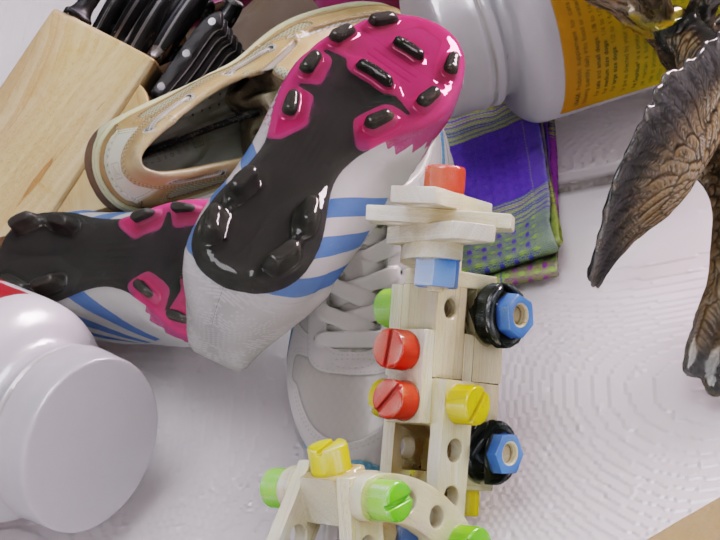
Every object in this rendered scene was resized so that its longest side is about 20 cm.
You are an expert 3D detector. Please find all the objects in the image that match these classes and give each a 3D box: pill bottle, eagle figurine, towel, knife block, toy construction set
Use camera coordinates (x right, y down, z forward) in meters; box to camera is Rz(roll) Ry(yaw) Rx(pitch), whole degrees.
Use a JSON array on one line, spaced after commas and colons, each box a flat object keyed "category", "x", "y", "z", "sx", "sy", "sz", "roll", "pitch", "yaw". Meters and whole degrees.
[{"category": "pill bottle", "x": 0.125, "y": -0.143, "z": 1.206, "sx": 0.199, "sy": 0.110, "sz": 0.109, "roll": -18, "pitch": 39, "yaw": -11}, {"category": "pill bottle", "x": -0.197, "y": 0.055, "z": 1.141, "sx": 0.199, "sy": 0.113, "sz": 0.112, "roll": 19, "pitch": 54, "yaw": 37}, {"category": "eagle figurine", "x": 0.162, "y": -0.054, "z": 1.082, "sx": 0.151, "sy": 0.152, "sz": 0.201, "roll": -1, "pitch": 39, "yaw": -5}, {"category": "towel", "x": 0.033, "y": -0.057, "z": 1.238, "sx": 0.143, "sy": 0.023, "sz": 0.201, "roll": -11, "pitch": 41, "yaw": 10}, {"category": "knife block", "x": -0.156, "y": -0.096, "z": 1.274, "sx": 0.199, "sy": 0.064, "sz": 0.176, "roll": -16, "pitch": 68, "yaw": 7}, {"category": "toy construction set", "x": 0.019, "y": 0.051, "z": 1.019, "sx": 0.092, "sy": 0.131, "sz": 0.201, "roll": 20, "pitch": 98, "yaw": 43}]

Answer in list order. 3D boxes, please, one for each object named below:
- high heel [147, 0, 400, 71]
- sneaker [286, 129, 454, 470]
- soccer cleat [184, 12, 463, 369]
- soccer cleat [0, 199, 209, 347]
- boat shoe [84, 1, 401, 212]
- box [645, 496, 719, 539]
[{"category": "high heel", "x": -0.068, "y": -0.128, "z": 1.317, "sx": 0.199, "sy": 0.068, "sz": 0.096, "roll": -4, "pitch": 33, "yaw": 26}, {"category": "sneaker", "x": 0.000, "y": 0.000, "z": 1.125, "sx": 0.076, "sy": 0.081, "sz": 0.201, "roll": -1, "pitch": 62, "yaw": 13}, {"category": "soccer cleat", "x": -0.021, "y": -0.038, "z": 1.059, "sx": 0.070, "sy": 0.087, "sz": 0.200, "roll": 30, "pitch": 51, "yaw": 11}, {"category": "soccer cleat", "x": -0.092, "y": 0.004, "z": 1.166, "sx": 0.199, "sy": 0.086, "sz": 0.070, "roll": 7, "pitch": 76, "yaw": 38}, {"category": "boat shoe", "x": -0.041, "y": -0.084, "z": 1.202, "sx": 0.200, "sy": 0.072, "sz": 0.076, "roll": -32, "pitch": 8, "yaw": -25}, {"category": "box", "x": 0.183, "y": 0.161, "z": 0.928, "sx": 0.163, "sy": 0.021, "sz": 0.200, "roll": -29, "pitch": 41, "yaw": -2}]
